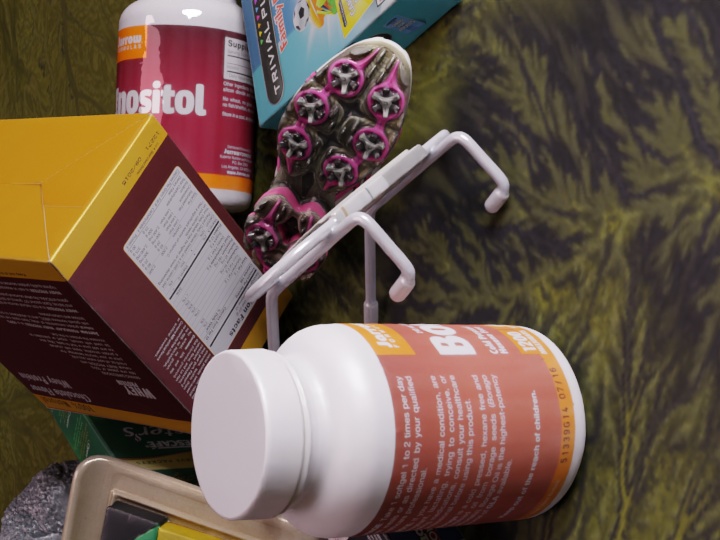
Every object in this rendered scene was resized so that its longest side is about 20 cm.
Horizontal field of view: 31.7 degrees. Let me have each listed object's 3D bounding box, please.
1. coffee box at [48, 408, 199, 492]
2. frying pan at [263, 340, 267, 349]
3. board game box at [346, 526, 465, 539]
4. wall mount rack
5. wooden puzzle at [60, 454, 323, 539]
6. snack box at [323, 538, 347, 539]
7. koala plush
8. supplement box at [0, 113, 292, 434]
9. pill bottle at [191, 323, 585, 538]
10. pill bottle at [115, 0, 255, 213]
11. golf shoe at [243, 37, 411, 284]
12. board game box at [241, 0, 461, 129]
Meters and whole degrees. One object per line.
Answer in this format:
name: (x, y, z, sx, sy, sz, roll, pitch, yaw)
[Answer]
coffee box: (-0.180, 0.129, 1.052, 0.200, 0.122, 0.044, 41, 121, 51)
frying pan: (-0.078, 0.100, 0.961, 0.190, 0.031, 0.116, 27, 94, 54)
board game box: (0.019, 0.269, 0.764, 0.200, 0.061, 0.201, -47, 67, 34)
wall mount rack: (0.000, 0.000, 0.774, 0.075, 0.200, 0.174, 49, 135, 0)
wooden puzzle: (-0.132, 0.248, 0.927, 0.037, 0.199, 0.186, -38, -38, -75)
snack box: (0.000, 0.166, 0.862, 0.200, 0.024, 0.072, 57, 131, 41)
koala plush: (-0.243, 0.265, 1.097, 0.185, 0.176, 0.200, 70, 156, 10)
supplement box: (-0.198, 0.003, 0.942, 0.196, 0.200, 0.133, 3, 52, 39)
pill bottle: (0.015, 0.085, 0.686, 0.112, 0.199, 0.113, -5, 84, 56)
pill bottle: (-0.139, -0.149, 1.014, 0.113, 0.112, 0.202, 0, 88, 56)
golf shoe: (-0.018, -0.085, 0.849, 0.200, 0.072, 0.092, -57, 3, 43)
board game box: (-0.017, -0.209, 0.892, 0.200, 0.047, 0.152, -33, 61, 51)
